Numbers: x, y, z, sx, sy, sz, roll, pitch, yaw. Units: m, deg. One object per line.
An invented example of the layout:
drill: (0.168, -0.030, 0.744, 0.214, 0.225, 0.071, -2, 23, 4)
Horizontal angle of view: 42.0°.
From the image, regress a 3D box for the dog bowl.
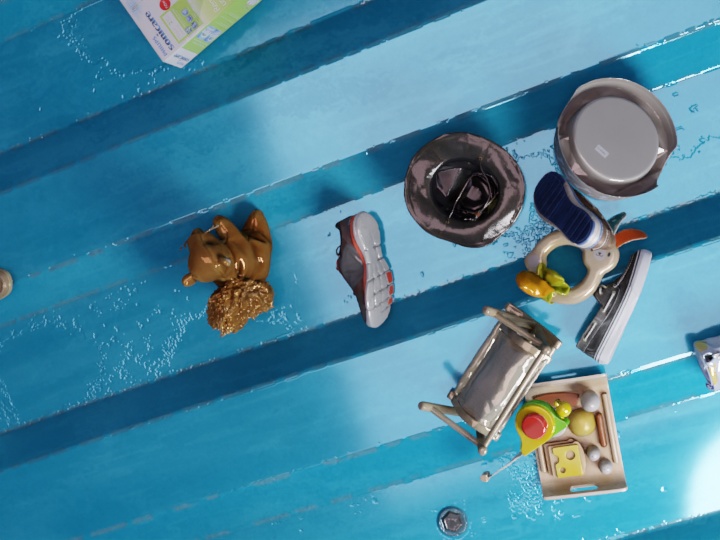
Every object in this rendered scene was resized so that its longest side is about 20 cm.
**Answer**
dog bowl: (0.400, -0.203, 1.496, 0.198, 0.059, 0.202, 2, 75, -7)

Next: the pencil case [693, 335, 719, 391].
pencil case: (0.634, 0.120, 1.493, 0.199, 0.091, 0.084, -21, 50, 10)

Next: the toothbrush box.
toothbrush box: (-0.295, -0.477, 1.636, 0.199, 0.086, 0.146, -36, 87, 13)

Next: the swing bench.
swing bench: (0.220, 0.169, 1.518, 0.129, 0.200, 0.200, 35, 101, 18)

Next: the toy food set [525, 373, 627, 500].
toy food set: (0.359, 0.279, 1.574, 0.142, 0.060, 0.202, -10, 92, 12)

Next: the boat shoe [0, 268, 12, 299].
boat shoe: (-0.758, 0.035, 1.777, 0.198, 0.065, 0.072, -7, 93, 12)

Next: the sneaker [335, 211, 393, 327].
sneaker: (0.000, 0.000, 1.633, 0.081, 0.077, 0.202, -6, 92, 39)

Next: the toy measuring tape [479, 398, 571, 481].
toy measuring tape: (0.262, 0.271, 1.553, 0.200, 0.074, 0.074, -40, 86, 21)

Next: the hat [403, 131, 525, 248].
hat: (0.174, -0.139, 1.572, 0.199, 0.081, 0.203, 1, 102, 6)

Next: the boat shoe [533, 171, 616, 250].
boat shoe: (0.342, -0.088, 1.507, 0.072, 0.201, 0.072, 23, 116, -28)

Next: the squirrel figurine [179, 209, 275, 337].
squirrel figurine: (-0.225, 0.005, 1.606, 0.141, 0.187, 0.202, -20, 90, 12)

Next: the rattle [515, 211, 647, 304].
rattle: (0.353, -0.031, 1.511, 0.199, 0.143, 0.131, -25, 58, 22)

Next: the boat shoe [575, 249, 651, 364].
boat shoe: (0.414, 0.052, 1.540, 0.070, 0.072, 0.201, 24, 94, 16)
